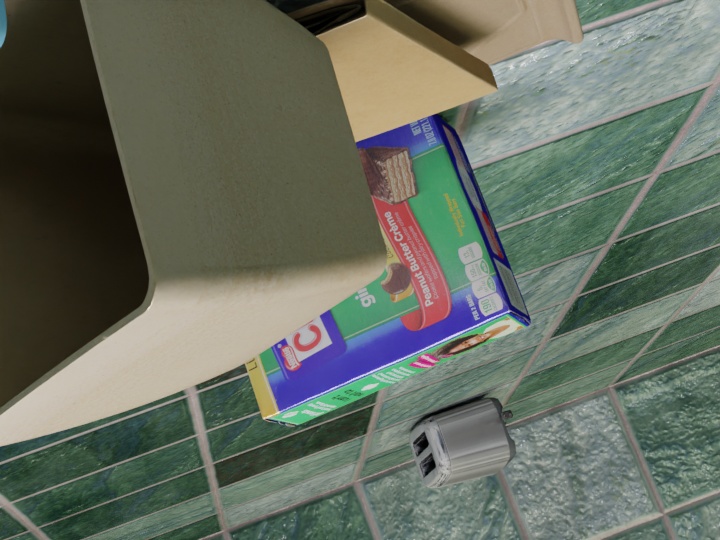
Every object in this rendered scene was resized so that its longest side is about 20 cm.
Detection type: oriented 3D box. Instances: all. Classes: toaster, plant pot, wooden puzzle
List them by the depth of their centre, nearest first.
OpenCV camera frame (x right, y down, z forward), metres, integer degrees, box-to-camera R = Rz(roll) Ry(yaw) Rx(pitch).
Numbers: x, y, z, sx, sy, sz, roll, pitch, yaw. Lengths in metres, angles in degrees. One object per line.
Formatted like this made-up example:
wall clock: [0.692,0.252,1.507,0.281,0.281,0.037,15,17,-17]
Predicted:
plant pot: [-0.105,-0.037,0.869,0.177,0.200,0.200,1,155,-42]
wooden puzzle: [0.030,-0.146,1.066,0.200,0.037,0.185,-18,167,8]
toaster: [0.158,0.272,2.739,0.129,0.114,0.200,-15,167,-15]

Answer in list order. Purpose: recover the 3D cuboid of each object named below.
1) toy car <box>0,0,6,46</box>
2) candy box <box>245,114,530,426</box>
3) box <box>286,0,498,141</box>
toy car: [-0.212,-0.147,0.490,0.177,0.184,0.200,-12,-167,-39]
candy box: [0.000,0.000,1.291,0.200,0.169,0.077,-25,162,14]
box: [-0.027,-0.106,1.022,0.163,0.021,0.200,-18,166,22]
